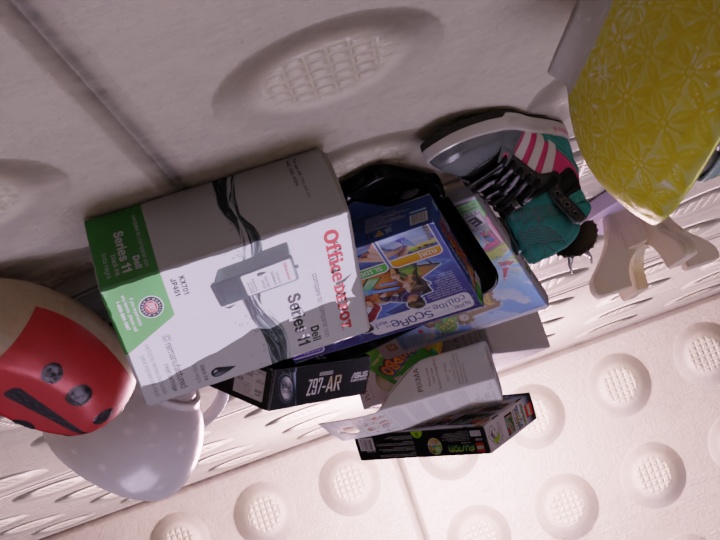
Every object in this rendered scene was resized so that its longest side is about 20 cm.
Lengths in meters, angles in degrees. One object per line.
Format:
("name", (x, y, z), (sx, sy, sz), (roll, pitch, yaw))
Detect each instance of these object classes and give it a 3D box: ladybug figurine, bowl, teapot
("ladybug figurine", (-0.269, 0.081, 0.986), (0.135, 0.073, 0.200), (-27, 136, 27))
("bowl", (0.185, -0.143, 0.763), (0.107, 0.202, 0.200), (24, 166, 3))
("teapot", (-0.246, 0.150, 1.319), (0.147, 0.196, 0.200), (-59, -168, 9))

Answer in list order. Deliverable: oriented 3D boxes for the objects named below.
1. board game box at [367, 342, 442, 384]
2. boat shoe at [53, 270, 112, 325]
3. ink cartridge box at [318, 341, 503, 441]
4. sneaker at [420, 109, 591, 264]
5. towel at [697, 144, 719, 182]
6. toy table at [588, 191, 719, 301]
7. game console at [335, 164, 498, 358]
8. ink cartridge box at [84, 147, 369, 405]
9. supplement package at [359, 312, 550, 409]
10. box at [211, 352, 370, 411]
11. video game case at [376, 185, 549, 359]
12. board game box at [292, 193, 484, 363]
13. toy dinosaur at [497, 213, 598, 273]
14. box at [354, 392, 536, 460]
("board game box", (0.002, 0.066, 1.336), (0.199, 0.030, 0.095), (36, 141, -18))
("boat shoe", (-0.186, 0.024, 1.039), (0.199, 0.072, 0.070), (-23, 167, 14))
("ink cartridge box", (0.058, 0.140, 1.323), (0.197, 0.048, 0.160), (-15, 163, 6))
("sneaker", (0.136, -0.067, 1.034), (0.083, 0.122, 0.199), (-29, 164, 39))
("towel", (0.469, -0.166, 1.304), (0.169, 0.049, 0.200), (-17, 168, -9))
("toy table", (0.356, -0.042, 1.500), (0.182, 0.119, 0.200), (-18, 167, -6))
("game console", (0.000, 0.000, 1.113), (0.199, 0.118, 0.175), (-28, 166, 26))
("ink cartridge box", (-0.100, 0.006, 0.941), (0.197, 0.084, 0.148), (-19, 136, -7))
("supplement package", (0.096, 0.063, 1.458), (0.199, 0.154, 0.150), (-27, 165, 33))
("box", (-0.113, 0.090, 1.250), (0.198, 0.044, 0.159), (18, -168, 37))
("video game case", (0.068, 0.008, 1.210), (0.198, 0.022, 0.182), (-19, 133, 24))
("board game box", (-0.001, 0.013, 1.085), (0.198, 0.035, 0.136), (-17, 139, 17))
("toy dinosaur", (0.183, -0.051, 1.220), (0.199, 0.104, 0.077), (-8, 163, -46))
("box", (0.100, 0.189, 1.422), (0.198, 0.035, 0.110), (-11, -172, 41))
